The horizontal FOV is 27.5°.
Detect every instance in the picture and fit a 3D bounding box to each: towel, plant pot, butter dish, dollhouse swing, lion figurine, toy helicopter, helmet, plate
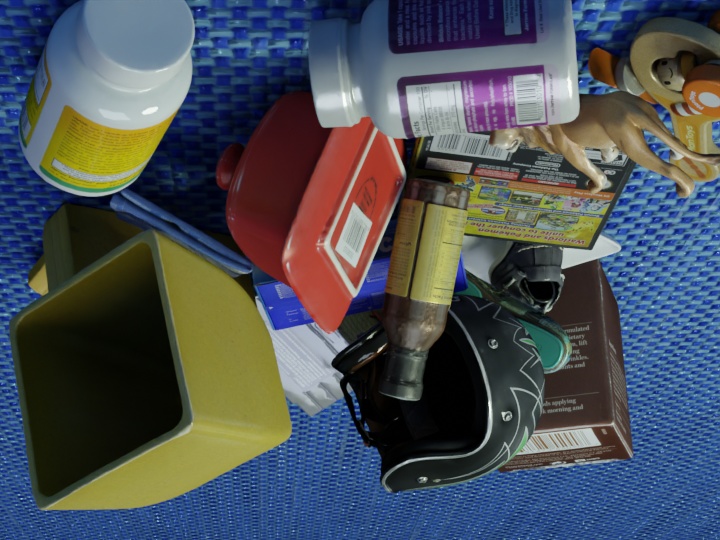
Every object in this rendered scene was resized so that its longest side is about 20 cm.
[{"bbox_3d":[-0.171,-0.032,1.394,0.147,0.024,0.200,30,176,-7],"label":"towel"},{"bbox_3d":[-0.174,0.108,1.361,0.195,0.195,0.200,-30,150,28],"label":"plant pot"},{"bbox_3d":[-0.058,-0.074,1.295,0.148,0.200,0.200,17,164,17],"label":"butter dish"},{"bbox_3d":[-0.242,0.039,1.549,0.200,0.182,0.176,11,134,-30],"label":"dollhouse swing"},{"bbox_3d":[0.198,-0.120,1.222,0.122,0.073,0.200,44,154,-27],"label":"lion figurine"},{"bbox_3d":[0.267,-0.139,1.235,0.132,0.079,0.200,14,153,24],"label":"toy helicopter"},{"bbox_3d":[0.087,0.117,1.450,0.190,0.200,0.200,-25,155,4],"label":"helmet"},{"bbox_3d":[0.143,-0.037,1.551,0.199,0.032,0.200,-18,153,33],"label":"plate"}]

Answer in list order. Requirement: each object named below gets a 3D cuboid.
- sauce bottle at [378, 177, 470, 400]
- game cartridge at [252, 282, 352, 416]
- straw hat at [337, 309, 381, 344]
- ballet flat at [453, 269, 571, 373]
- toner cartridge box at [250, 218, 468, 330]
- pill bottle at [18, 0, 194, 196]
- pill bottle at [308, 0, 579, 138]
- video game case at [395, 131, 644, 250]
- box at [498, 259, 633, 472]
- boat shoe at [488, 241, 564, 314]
[{"bbox_3d":[0.053,0.017,1.350,0.065,0.200,0.065,12,-177,-1],"label":"sauce bottle"},{"bbox_3d":[-0.067,0.077,1.688,0.129,0.038,0.200,-29,129,16],"label":"game cartridge"},{"bbox_3d":[0.052,0.043,1.616,0.201,0.201,0.085,22,116,-46],"label":"straw hat"},{"bbox_3d":[0.133,0.047,1.553,0.200,0.074,0.074,33,163,14],"label":"ballet flat"},{"bbox_3d":[0.000,0.000,1.435,0.200,0.043,0.095,-12,148,3],"label":"toner cartridge box"},{"bbox_3d":[-0.196,-0.145,1.148,0.113,0.113,0.200,7,156,-20],"label":"pill bottle"},{"bbox_3d":[0.064,-0.160,1.130,0.199,0.113,0.112,-4,158,8],"label":"pill bottle"},{"bbox_3d":[0.144,-0.085,1.381,0.199,0.026,0.181,7,149,-5],"label":"video game case"},{"bbox_3d":[0.217,0.113,1.705,0.166,0.200,0.164,-8,158,16],"label":"box"},{"bbox_3d":[0.177,0.015,1.554,0.072,0.063,0.200,-4,159,-3],"label":"boat shoe"}]
